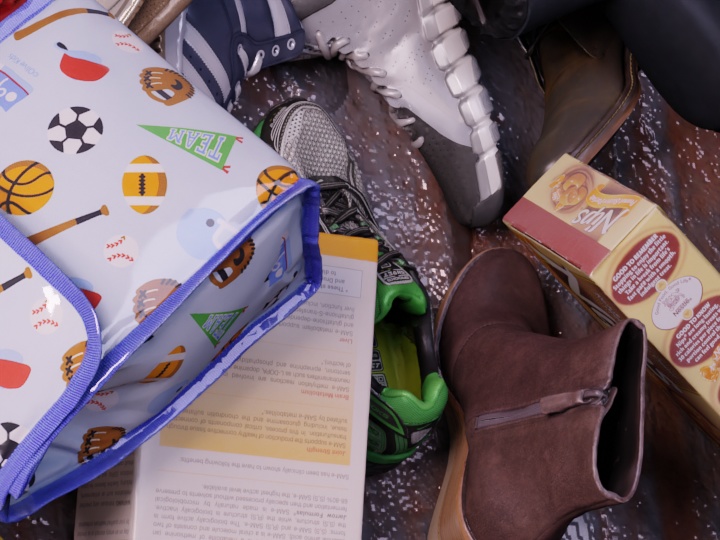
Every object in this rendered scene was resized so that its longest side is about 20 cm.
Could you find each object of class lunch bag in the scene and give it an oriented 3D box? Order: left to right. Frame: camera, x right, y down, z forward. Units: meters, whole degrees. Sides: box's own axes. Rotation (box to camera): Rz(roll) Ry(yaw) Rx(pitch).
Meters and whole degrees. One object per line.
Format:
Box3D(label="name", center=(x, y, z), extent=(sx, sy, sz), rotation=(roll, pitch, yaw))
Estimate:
Box3D(label="lunch bag", center=(-0.142, -0.005, 1.296), extent=(0.200, 0.124, 0.170), rotation=(-41, 68, -19))

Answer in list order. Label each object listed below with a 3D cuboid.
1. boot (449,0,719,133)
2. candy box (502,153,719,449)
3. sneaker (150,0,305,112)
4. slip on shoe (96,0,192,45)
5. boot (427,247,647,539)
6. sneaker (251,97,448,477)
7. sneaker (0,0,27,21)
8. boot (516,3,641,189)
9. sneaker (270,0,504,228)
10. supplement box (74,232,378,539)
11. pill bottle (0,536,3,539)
Box3D(label="boot", center=(0.122, -0.145, 1.568), extent=(0.168, 0.076, 0.200), rotation=(-26, 89, -45))
Box3D(label="candy box", center=(0.174, 0.033, 1.566), extent=(0.055, 0.115, 0.200), rotation=(-46, 116, -4))
Box3D(label="sneaker", center=(-0.088, -0.085, 1.513), extent=(0.108, 0.070, 0.200), rotation=(16, 75, -48))
Box3D(label="slip on shoe", center=(-0.143, -0.098, 1.438), extent=(0.061, 0.076, 0.200), rotation=(35, 89, -31))
Box3D(label="boot", center=(0.101, 0.055, 1.508), extent=(0.072, 0.166, 0.200), rotation=(22, 59, -23))
Box3D(label="sneaker", center=(0.000, 0.000, 1.521), extent=(0.078, 0.085, 0.200), rotation=(-12, 75, -36))
Box3D(label="sneaker", center=(-0.188, -0.144, 1.446), extent=(0.200, 0.116, 0.078), rotation=(-31, 87, -38))
Box3D(label="boot", center=(0.109, -0.119, 1.658), extent=(0.097, 0.075, 0.200), rotation=(37, 43, -6))
Box3D(label="sneaker", center=(0.003, -0.109, 1.595), extent=(0.115, 0.075, 0.200), rotation=(-17, 95, -8))
Box3D(label="supplement box", center=(-0.066, 0.078, 1.422), extent=(0.126, 0.074, 0.200), rotation=(9, 80, -29))
Box3D(label="pill bottle", center=(-0.222, 0.131, 1.303), extent=(0.200, 0.112, 0.112), rotation=(51, 52, -3))
